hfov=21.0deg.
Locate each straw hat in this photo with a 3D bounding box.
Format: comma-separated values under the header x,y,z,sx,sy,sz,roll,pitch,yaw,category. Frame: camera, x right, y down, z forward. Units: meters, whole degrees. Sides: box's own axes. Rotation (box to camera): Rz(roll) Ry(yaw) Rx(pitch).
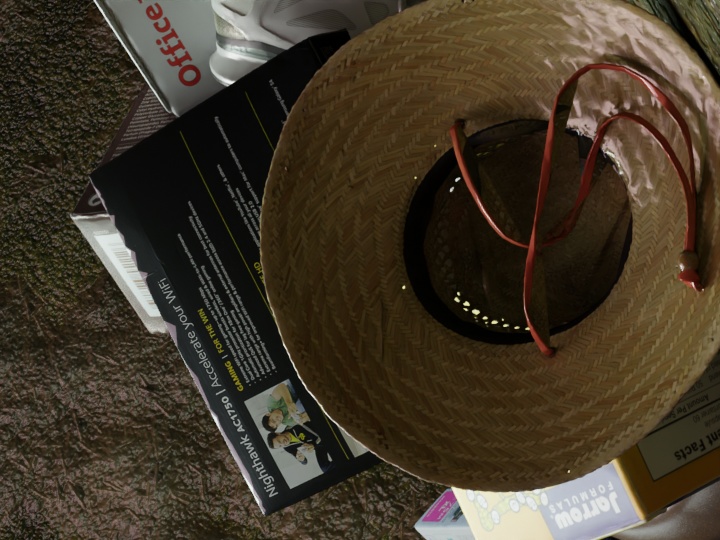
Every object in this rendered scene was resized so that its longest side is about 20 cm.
x,y,z,sx,sy,sz,roll,pitch,yaw,category
0.068,-0.015,0.757,0.201,0.201,0.085,59,-156,10,straw hat

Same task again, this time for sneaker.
x,y,z,sx,sy,sz,roll,pitch,yaw,category
0.016,-0.143,0.986,0.076,0.200,0.116,-59,-27,-59,sneaker

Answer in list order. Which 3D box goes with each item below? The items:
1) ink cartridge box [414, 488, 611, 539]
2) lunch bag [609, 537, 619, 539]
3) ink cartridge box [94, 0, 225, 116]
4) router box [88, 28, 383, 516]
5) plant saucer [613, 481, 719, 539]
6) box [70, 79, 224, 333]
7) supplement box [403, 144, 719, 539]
x,y,z,sx,sy,sz,roll,pitch,yaw,category
0.112,0.173,1.104,0.119,0.042,0.200,44,165,-7,ink cartridge box
0.166,0.146,1.123,0.200,0.077,0.161,23,153,45,lunch bag
-0.057,-0.201,1.058,0.147,0.200,0.086,59,-177,-36,ink cartridge box
-0.027,0.003,0.969,0.200,0.149,0.051,63,-153,1,router box
0.120,0.049,0.961,0.200,0.032,0.201,24,123,43,plant saucer
-0.081,-0.069,1.128,0.100,0.075,0.200,60,-143,-37,box
0.085,0.017,0.873,0.109,0.109,0.200,-32,80,49,supplement box
